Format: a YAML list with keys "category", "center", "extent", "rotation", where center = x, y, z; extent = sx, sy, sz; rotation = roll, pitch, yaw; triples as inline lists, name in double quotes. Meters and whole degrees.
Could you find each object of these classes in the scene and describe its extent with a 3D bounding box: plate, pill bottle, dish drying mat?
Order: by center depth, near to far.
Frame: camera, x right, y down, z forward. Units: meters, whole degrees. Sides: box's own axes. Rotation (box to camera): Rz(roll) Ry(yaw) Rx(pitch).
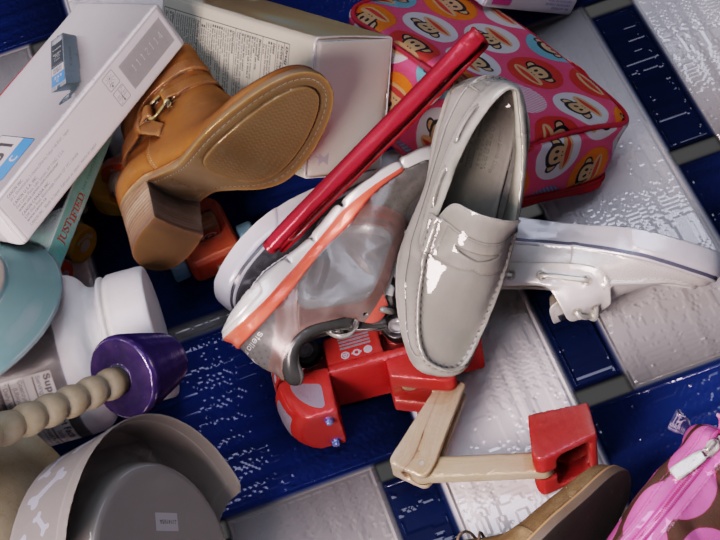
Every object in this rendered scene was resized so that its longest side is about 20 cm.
- category: "plate"
  center: [-0.295, 0.032, 1.116]
  extent: [0.200, 0.026, 0.200]
  rotation: [-13, 35, 9]
- category: "dish drying mat"
  center: [0.011, -0.086, 1.132]
  extent: [0.018, 0.077, 0.200]
  rotation: [44, 98, -4]
- category: "pill bottle"
  center: [-0.234, 0.069, 1.164]
  extent: [0.200, 0.113, 0.113]
  rotation: [-16, 54, -2]

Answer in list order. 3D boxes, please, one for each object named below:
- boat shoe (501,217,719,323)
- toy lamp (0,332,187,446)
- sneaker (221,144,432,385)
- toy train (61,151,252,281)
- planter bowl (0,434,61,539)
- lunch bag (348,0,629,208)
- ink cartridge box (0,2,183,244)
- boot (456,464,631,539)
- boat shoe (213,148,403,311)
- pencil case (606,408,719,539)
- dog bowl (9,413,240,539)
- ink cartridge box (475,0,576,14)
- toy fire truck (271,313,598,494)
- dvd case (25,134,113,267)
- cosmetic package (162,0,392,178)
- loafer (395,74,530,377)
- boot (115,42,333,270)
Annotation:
- category: "boat shoe"
  center: [0.149, 0.004, 1.177]
  extent: [0.200, 0.071, 0.070]
  rotation: [7, 84, 11]
- category: "toy lamp"
  center: [-0.180, 0.081, 1.030]
  extent: [0.058, 0.058, 0.200]
  rotation: [24, 26, 25]
- category: "sneaker"
  center: [0.000, 0.000, 1.143]
  extent: [0.200, 0.077, 0.082]
  rotation: [-44, 86, -8]
- category: "toy train"
  center: [-0.185, -0.028, 1.260]
  extent: [0.200, 0.056, 0.150]
  rotation: [-20, 53, -4]
- category: "planter bowl"
  center: [-0.253, 0.174, 1.056]
  extent: [0.200, 0.200, 0.135]
  rotation: [20, 44, 23]
- category: "lunch bag"
  center: [0.096, -0.132, 1.244]
  extent: [0.176, 0.082, 0.200]
  rotation: [-15, 47, -39]
- category: "ink cartridge box"
  center: [-0.247, -0.112, 1.226]
  extent: [0.176, 0.045, 0.200]
  rotation: [8, 54, 43]
- category: "boot"
  center: [0.084, 0.180, 1.057]
  extent: [0.200, 0.074, 0.075]
  rotation: [-39, 47, -14]
- category: "boat shoe"
  center: [-0.010, -0.020, 1.217]
  extent: [0.200, 0.072, 0.068]
  rotation: [-30, 53, -20]
- category: "pencil case"
  center: [0.176, 0.182, 1.019]
  extent: [0.091, 0.094, 0.200]
  rotation: [29, 65, 27]
- category: "dog bowl"
  center: [-0.134, 0.190, 1.016]
  extent: [0.059, 0.200, 0.200]
  rotation: [-15, 50, 28]
- category: "ink cartridge box"
  center: [0.074, -0.272, 1.357]
  extent: [0.119, 0.042, 0.200]
  rotation: [-5, 40, -49]
- category: "toy fire truck"
  center: [0.047, 0.096, 1.132]
  extent: [0.200, 0.049, 0.141]
  rotation: [-15, 53, -1]
- category: "dvd case"
  center: [-0.279, -0.052, 1.254]
  extent: [0.200, 0.022, 0.146]
  rotation: [-7, 53, 35]
- category: "cosmetic package"
  center: [-0.068, -0.141, 1.243]
  extent: [0.071, 0.105, 0.200]
  rotation: [-8, 23, -38]
- category: "loafer"
  center: [0.068, -0.028, 1.095]
  extent: [0.070, 0.070, 0.200]
  rotation: [7, 91, -18]
- category: "boot"
  center: [-0.108, -0.112, 1.188]
  extent: [0.200, 0.074, 0.155]
  rotation: [-39, 41, 24]
